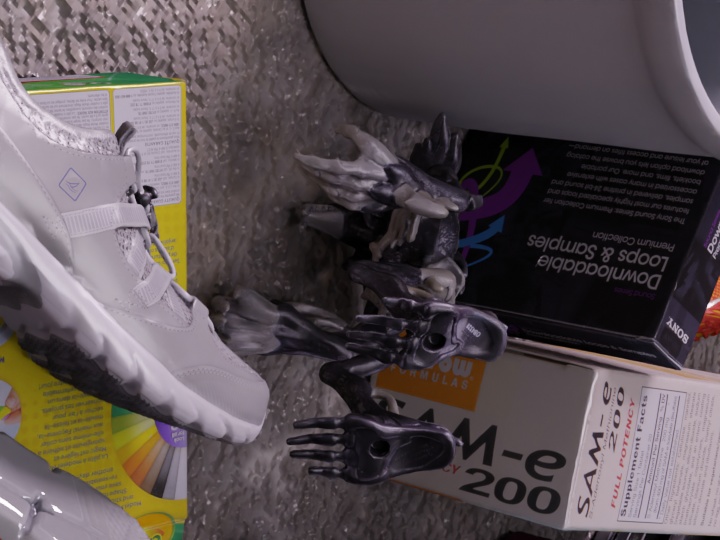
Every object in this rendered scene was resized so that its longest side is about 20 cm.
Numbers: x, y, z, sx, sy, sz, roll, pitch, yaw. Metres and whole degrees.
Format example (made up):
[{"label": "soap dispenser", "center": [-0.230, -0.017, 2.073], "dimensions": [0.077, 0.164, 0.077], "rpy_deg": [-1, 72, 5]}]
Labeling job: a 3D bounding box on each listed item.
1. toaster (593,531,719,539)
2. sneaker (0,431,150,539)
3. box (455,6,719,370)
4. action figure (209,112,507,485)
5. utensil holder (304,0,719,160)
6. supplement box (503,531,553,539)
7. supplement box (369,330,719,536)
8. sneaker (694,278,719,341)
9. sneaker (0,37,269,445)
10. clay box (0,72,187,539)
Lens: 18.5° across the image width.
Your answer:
[{"label": "toaster", "center": [0.222, 0.165, 1.126], "dimensions": [0.119, 0.180, 0.200], "rpy_deg": [48, 63, -40]}, {"label": "sneaker", "center": [-0.159, 0.079, 0.741], "dimensions": [0.200, 0.082, 0.077], "rpy_deg": [42, 17, -5]}, {"label": "box", "center": [0.116, -0.059, 0.999], "dimensions": [0.036, 0.143, 0.200], "rpy_deg": [43, 66, -44]}, {"label": "action figure", "center": [0.000, 0.000, 0.901], "dimensions": [0.102, 0.200, 0.119], "rpy_deg": [19, 111, -12]}, {"label": "utensil holder", "center": [0.098, -0.135, 0.923], "dimensions": [0.170, 0.200, 0.171], "rpy_deg": [-11, 105, -45]}, {"label": "supplement box", "center": [0.088, 0.244, 1.063], "dimensions": [0.110, 0.085, 0.201], "rpy_deg": [-28, 116, -41]}, {"label": "supplement box", "center": [0.111, 0.077, 1.030], "dimensions": [0.200, 0.126, 0.074], "rpy_deg": [10, 91, -47]}, {"label": "sneaker", "center": [0.177, -0.002, 1.146], "dimensions": [0.200, 0.073, 0.077], "rpy_deg": [-12, 83, -50]}, {"label": "sneaker", "center": [-0.089, -0.011, 0.758], "dimensions": [0.200, 0.075, 0.082], "rpy_deg": [46, 69, -36]}, {"label": "clay box", "center": [-0.121, 0.030, 0.823], "dimensions": [0.115, 0.048, 0.201], "rpy_deg": [-8, 104, -43]}]
